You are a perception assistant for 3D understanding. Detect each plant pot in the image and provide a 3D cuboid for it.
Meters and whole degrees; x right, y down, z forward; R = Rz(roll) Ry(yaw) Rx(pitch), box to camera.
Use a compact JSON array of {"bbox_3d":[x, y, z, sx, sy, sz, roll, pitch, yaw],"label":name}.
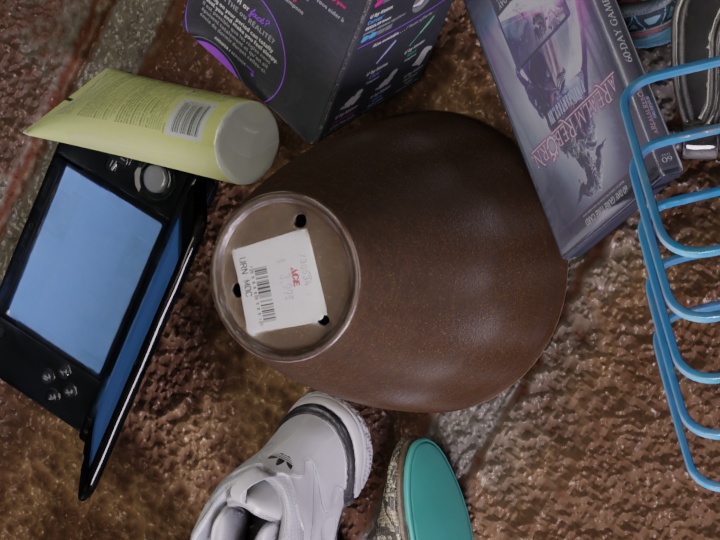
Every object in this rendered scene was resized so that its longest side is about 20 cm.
[{"bbox_3d":[0.000,0.000,1.206,0.185,0.200,0.189,2,94,26],"label":"plant pot"}]

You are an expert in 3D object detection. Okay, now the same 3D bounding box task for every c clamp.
[{"bbox_3d":[0.248,-0.096,1.149,0.198,0.027,0.173,-5,100,8],"label":"c clamp"}]

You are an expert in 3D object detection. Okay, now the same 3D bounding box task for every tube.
[{"bbox_3d":[-0.130,-0.094,1.304,0.199,0.058,0.052,16,97,46],"label":"tube"}]

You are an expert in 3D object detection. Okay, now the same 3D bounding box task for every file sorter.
[{"bbox_3d":[0.210,-0.001,1.068,0.122,0.201,0.140,-12,46,4],"label":"file sorter"}]

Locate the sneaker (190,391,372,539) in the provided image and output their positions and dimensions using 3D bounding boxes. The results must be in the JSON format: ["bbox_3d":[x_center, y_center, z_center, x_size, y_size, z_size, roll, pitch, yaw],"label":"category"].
[{"bbox_3d":[-0.054,0.179,1.267,0.075,0.115,0.201,24,123,24],"label":"sneaker"}]

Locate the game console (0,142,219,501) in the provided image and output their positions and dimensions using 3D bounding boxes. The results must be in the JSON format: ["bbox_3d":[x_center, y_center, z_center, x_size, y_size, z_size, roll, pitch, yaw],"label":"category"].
[{"bbox_3d":[-0.177,0.015,1.340,0.175,0.116,0.201,30,104,21],"label":"game console"}]

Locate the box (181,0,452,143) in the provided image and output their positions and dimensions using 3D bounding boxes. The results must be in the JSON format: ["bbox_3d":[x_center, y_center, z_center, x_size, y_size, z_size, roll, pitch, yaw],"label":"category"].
[{"bbox_3d":[-0.009,-0.196,1.210,0.122,0.106,0.201,42,139,17],"label":"box"}]

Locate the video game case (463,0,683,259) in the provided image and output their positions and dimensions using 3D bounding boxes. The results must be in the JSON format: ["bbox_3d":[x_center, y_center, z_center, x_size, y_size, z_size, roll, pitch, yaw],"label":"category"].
[{"bbox_3d":[0.113,-0.122,1.188,0.143,0.019,0.202,133,120,-65],"label":"video game case"}]

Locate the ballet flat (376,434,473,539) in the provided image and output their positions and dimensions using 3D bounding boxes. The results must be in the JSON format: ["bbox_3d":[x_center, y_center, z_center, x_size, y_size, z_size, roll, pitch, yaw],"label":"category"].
[{"bbox_3d":[0.048,0.204,1.273,0.075,0.068,0.201,-30,81,40],"label":"ballet flat"}]

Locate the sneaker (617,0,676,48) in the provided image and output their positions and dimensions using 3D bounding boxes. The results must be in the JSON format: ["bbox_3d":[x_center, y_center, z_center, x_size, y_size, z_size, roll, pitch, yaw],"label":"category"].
[{"bbox_3d":[0.201,-0.200,1.156,0.079,0.095,0.200,47,111,16],"label":"sneaker"}]
